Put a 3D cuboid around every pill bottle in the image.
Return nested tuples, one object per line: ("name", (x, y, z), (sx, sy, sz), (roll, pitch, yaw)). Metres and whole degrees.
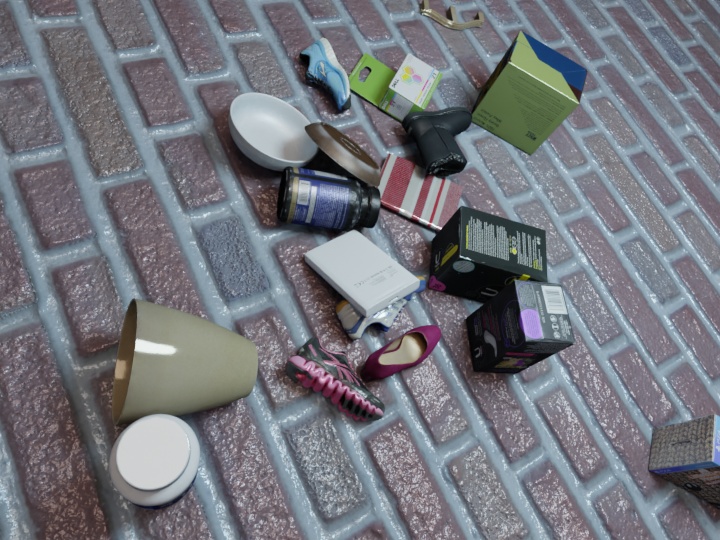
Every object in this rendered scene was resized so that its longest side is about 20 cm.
("pill bottle", (-0.290, 0.272, 0.758), (0.118, 0.200, 0.121), (7, 63, -15))
("pill bottle", (-0.064, -0.141, 1.088), (0.198, 0.112, 0.113), (7, 63, -15))

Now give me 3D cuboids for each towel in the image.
("towel", (0.132, -0.174, 1.223), (0.199, 0.023, 0.145), (24, 60, -6))

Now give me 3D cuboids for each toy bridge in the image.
("toy bridge", (0.264, -0.728, 1.534), (0.198, 0.027, 0.068), (4, 65, -17))

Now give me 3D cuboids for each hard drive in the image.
("hard drive", (0.000, 0.000, 1.038), (0.131, 0.027, 0.200), (-27, 48, -28))

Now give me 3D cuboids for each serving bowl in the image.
("serving bowl", (-0.189, -0.281, 1.126), (0.199, 0.066, 0.201), (21, 45, -23))

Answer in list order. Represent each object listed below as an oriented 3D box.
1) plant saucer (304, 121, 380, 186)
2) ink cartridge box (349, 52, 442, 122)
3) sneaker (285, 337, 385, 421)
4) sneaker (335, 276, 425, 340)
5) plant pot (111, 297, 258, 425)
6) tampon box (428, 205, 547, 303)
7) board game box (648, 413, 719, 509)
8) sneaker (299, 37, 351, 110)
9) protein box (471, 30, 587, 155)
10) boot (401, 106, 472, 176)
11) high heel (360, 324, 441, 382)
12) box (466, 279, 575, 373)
("plant saucer", (-0.029, -0.253, 1.130), (0.200, 0.032, 0.201), (36, 19, -14))
("ink cartridge box", (0.082, -0.469, 1.315), (0.199, 0.076, 0.149), (30, 59, -6))
("sneaker", (-0.033, 0.192, 0.966), (0.199, 0.079, 0.096), (35, 48, -2))
("sneaker", (0.049, 0.074, 1.055), (0.198, 0.075, 0.089), (-20, 86, -20))
("plant pot", (-0.272, 0.151, 0.851), (0.198, 0.187, 0.189), (10, 61, -29))
("tampon box", (0.264, -0.022, 1.119), (0.198, 0.150, 0.127), (15, 60, -11))
("board game box", (0.723, 0.391, 1.069), (0.199, 0.160, 0.097), (29, 59, -3))
("sneaker", (-0.084, -0.454, 1.270), (0.089, 0.079, 0.201), (-24, 69, -9))
("protein box", (0.419, -0.442, 1.346), (0.197, 0.200, 0.136), (28, 59, -4))
("boot", (0.210, -0.302, 1.266), (0.198, 0.077, 0.169), (-11, 62, -26))
("high heel", (0.092, 0.149, 1.008), (0.199, 0.096, 0.068), (-31, 78, -28))
("box", (0.302, 0.115, 1.035), (0.105, 0.200, 0.123), (5, 64, -16))
